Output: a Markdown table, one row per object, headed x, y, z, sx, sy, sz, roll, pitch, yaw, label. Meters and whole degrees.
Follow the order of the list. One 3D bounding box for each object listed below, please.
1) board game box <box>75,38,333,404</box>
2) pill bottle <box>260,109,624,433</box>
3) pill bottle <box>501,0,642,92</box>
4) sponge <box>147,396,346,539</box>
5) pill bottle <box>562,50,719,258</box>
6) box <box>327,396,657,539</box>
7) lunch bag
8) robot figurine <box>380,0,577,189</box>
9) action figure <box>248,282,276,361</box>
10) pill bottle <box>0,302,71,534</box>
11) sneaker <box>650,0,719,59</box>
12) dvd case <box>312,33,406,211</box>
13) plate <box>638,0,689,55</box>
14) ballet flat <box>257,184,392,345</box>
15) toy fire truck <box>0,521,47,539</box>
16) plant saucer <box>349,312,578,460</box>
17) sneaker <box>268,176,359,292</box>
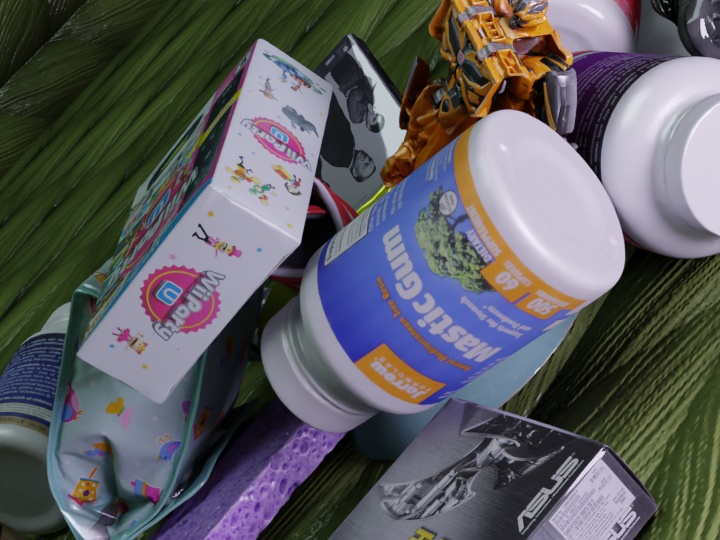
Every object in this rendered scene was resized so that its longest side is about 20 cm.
| x | y | z | sx | sy | sz | roll | pitch | yaw | label |
| --- | --- | --- | --- | --- | --- | --- | --- | --- | --- |
| -0.092 | -0.036 | 0.901 | 0.148 | 0.064 | 0.200 | -48 | 19 | 27 | board game box |
| 0.037 | 0.011 | 0.808 | 0.200 | 0.112 | 0.112 | -38 | 19 | 34 | pill bottle |
| 0.145 | -0.188 | 1.047 | 0.112 | 0.112 | 0.200 | -31 | 23 | 29 | pill bottle |
| -0.096 | 0.167 | 0.978 | 0.200 | 0.030 | 0.112 | -49 | 14 | -14 | sponge |
| 0.168 | -0.070 | 0.855 | 0.112 | 0.112 | 0.200 | -45 | 20 | -6 | pill bottle |
| 0.033 | 0.161 | 0.734 | 0.200 | 0.048 | 0.158 | -47 | 21 | -13 | box |
| -0.143 | 0.086 | 1.046 | 0.170 | 0.121 | 0.201 | -59 | -18 | -68 | lunch bag |
| 0.069 | -0.090 | 0.874 | 0.058 | 0.145 | 0.200 | -11 | -32 | -20 | robot figurine |
| -0.084 | 0.032 | 1.191 | 0.200 | 0.070 | 0.130 | -19 | 22 | 41 | action figure |
| -0.264 | 0.121 | 1.273 | 0.116 | 0.116 | 0.200 | -31 | 24 | 30 | pill bottle |
| 0.226 | -0.179 | 0.951 | 0.090 | 0.067 | 0.200 | -29 | 20 | 39 | sneaker |
| -0.008 | -0.061 | 1.107 | 0.150 | 0.025 | 0.200 | -45 | 56 | 20 | dvd case |
| 0.231 | -0.155 | 1.028 | 0.200 | 0.032 | 0.200 | -21 | 28 | 46 | plate |
| 0.000 | 0.000 | 1.019 | 0.200 | 0.067 | 0.067 | -46 | 26 | 15 | ballet flat |
| -0.309 | 0.277 | 1.063 | 0.200 | 0.128 | 0.176 | -58 | 23 | -7 | toy fire truck |
| 0.059 | 0.036 | 0.958 | 0.200 | 0.036 | 0.200 | -37 | 20 | 16 | plant saucer |
| -0.047 | -0.027 | 0.958 | 0.200 | 0.112 | 0.071 | 28 | 86 | 44 | sneaker |
